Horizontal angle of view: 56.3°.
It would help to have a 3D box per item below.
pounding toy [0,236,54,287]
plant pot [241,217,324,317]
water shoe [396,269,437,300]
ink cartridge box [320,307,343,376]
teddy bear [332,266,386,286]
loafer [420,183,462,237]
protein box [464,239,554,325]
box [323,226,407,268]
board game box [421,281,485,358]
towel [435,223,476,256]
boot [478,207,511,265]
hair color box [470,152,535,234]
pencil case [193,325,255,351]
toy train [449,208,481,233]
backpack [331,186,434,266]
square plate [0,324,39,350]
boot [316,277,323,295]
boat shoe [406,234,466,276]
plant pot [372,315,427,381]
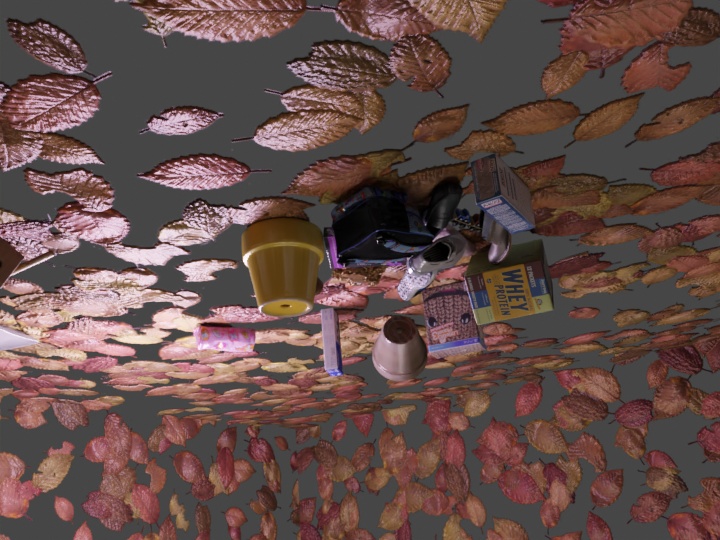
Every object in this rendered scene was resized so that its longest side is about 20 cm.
[{"bbox_3d":[-0.832,0.007,1.495,0.183,0.201,0.142,-19,126,31],"label":"pounding toy"},{"bbox_3d":[-0.182,0.002,1.603,0.199,0.190,0.201,-4,159,-2],"label":"plant pot"},{"bbox_3d":[0.165,0.014,1.829,0.079,0.072,0.200,-26,170,-30],"label":"water shoe"},{"bbox_3d":[-0.091,0.231,2.166,0.044,0.202,0.094,-8,158,7],"label":"ink cartridge box"},{"bbox_3d":[0.000,0.000,1.824,0.144,0.067,0.200,-5,166,24],"label":"teddy bear"},{"bbox_3d":[0.183,-0.129,1.521,0.068,0.071,0.201,0,157,-15],"label":"loafer"},{"bbox_3d":[0.389,0.027,1.749,0.197,0.136,0.200,-13,-167,18],"label":"protein box"},{"bbox_3d":[0.015,-0.059,1.658,0.198,0.036,0.143,-1,148,5],"label":"box"},{"bbox_3d":[0.284,0.151,2.059,0.158,0.202,0.097,-13,157,18],"label":"board game box"},{"bbox_3d":[0.179,-0.060,1.744,0.190,0.032,0.200,-17,156,26],"label":"towel"},{"bbox_3d":[0.316,-0.094,1.615,0.096,0.075,0.201,4,135,-9],"label":"boot"},{"bbox_3d":[0.306,-0.160,1.437,0.060,0.101,0.200,-16,155,29],"label":"hair color box"},{"bbox_3d":[-0.449,0.225,2.234,0.198,0.088,0.087,5,156,-22],"label":"pencil case"},{"bbox_3d":[0.282,-0.115,1.627,0.199,0.034,0.046,12,137,-41],"label":"toy train"},{"bbox_3d":[0.057,-0.092,1.497,0.199,0.136,0.182,2,159,-38],"label":"backpack"},{"bbox_3d":[-1.146,0.206,2.091,0.197,0.029,0.200,-12,157,14],"label":"square plate"},{"bbox_3d":[-0.139,0.013,1.806,0.075,0.074,0.200,-24,151,16],"label":"boot"},{"bbox_3d":[0.196,-0.040,1.586,0.199,0.074,0.067,-31,175,-40],"label":"boat shoe"},{"bbox_3d":[0.136,0.252,2.328,0.198,0.201,0.174,-5,140,0],"label":"plant pot"}]
